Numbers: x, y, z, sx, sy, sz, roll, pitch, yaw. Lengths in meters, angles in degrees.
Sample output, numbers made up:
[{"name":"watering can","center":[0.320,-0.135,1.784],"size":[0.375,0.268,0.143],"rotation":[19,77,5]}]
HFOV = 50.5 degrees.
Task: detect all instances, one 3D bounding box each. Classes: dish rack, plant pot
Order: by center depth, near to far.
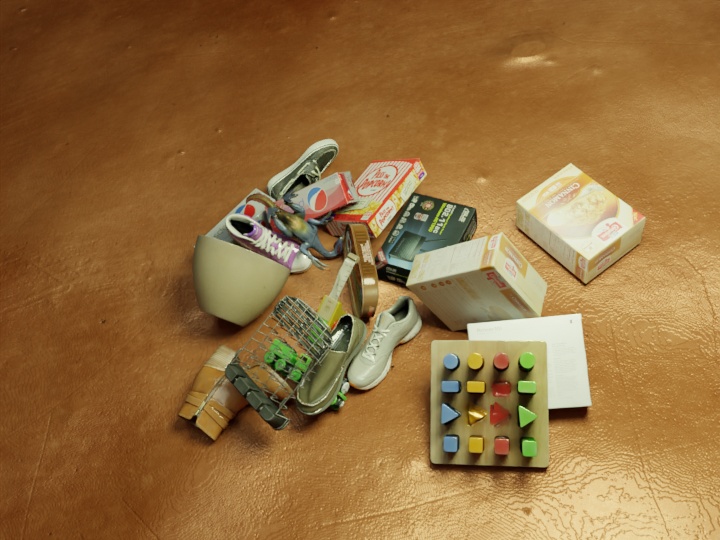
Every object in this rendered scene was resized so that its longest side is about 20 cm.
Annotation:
[{"name":"dish rack","center":[-0.137,0.154,1.329],"size":[0.153,0.054,0.201],"rotation":[40,90,27]},{"name":"plant pot","center":[-0.251,0.031,1.508],"size":[0.196,0.200,0.138],"rotation":[16,83,24]}]

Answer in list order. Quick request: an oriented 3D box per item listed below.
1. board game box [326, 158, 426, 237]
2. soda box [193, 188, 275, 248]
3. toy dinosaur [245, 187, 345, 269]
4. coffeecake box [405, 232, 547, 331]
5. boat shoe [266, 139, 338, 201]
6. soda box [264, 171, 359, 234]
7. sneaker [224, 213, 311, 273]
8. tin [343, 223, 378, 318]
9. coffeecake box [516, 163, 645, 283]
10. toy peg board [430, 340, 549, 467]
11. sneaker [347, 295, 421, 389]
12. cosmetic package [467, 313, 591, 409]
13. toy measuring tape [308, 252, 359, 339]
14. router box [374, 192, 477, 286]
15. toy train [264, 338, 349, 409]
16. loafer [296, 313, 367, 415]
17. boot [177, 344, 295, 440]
[{"name":"board game box","center":[0.031,-0.156,1.631],"size":[0.149,0.047,0.201],"rotation":[5,48,48]},{"name":"soda box","center":[-0.265,-0.083,1.665],"size":[0.067,0.064,0.200],"rotation":[29,64,30]},{"name":"toy dinosaur","center":[-0.110,-0.092,1.568],"size":[0.106,0.182,0.199],"rotation":[-49,49,-5]},{"name":"coffeecake box","center":[0.205,0.026,1.356],"size":[0.197,0.153,0.074],"rotation":[-14,44,44]},{"name":"boat shoe","center":[-0.120,-0.219,1.741],"size":[0.199,0.071,0.064],"rotation":[-40,52,-9]},{"name":"soda box","center":[-0.103,-0.140,1.609],"size":[0.196,0.063,0.072],"rotation":[-22,89,27]},{"name":"sneaker","center":[-0.191,-0.054,1.559],"size":[0.196,0.114,0.074],"rotation":[25,85,-1]},{"name":"tin","center":[0.000,0.000,1.502],"size":[0.041,0.113,0.204],"rotation":[-1,54,-16]},{"name":"coffeecake box","center":[0.428,-0.096,1.498],"size":[0.152,0.074,0.200],"rotation":[-33,53,-15]},{"name":"toy peg board","center":[0.208,0.213,1.239],"size":[0.193,0.098,0.206],"rotation":[-1,80,11]},{"name":"sneaker","center":[0.037,0.125,1.409],"size":[0.075,0.093,0.201],"rotation":[25,62,29]},{"name":"cosmetic package","center":[0.286,0.161,1.307],"size":[0.194,0.052,0.156],"rotation":[-5,82,10]},{"name":"toy measuring tape","center":[-0.042,0.067,1.462],"size":[0.073,0.073,0.204],"rotation":[27,94,30]},{"name":"router box","center":[0.135,-0.056,1.549],"size":[0.146,0.063,0.202],"rotation":[16,57,23]},{"name":"toy train","center":[-0.099,0.190,1.417],"size":[0.197,0.042,0.057],"rotation":[28,76,30]},{"name":"loafer","center":[-0.059,0.159,1.356],"size":[0.074,0.070,0.203],"rotation":[18,65,25]},{"name":"boot","center":[-0.229,0.238,1.395],"size":[0.196,0.077,0.157],"rotation":[23,64,19]}]
